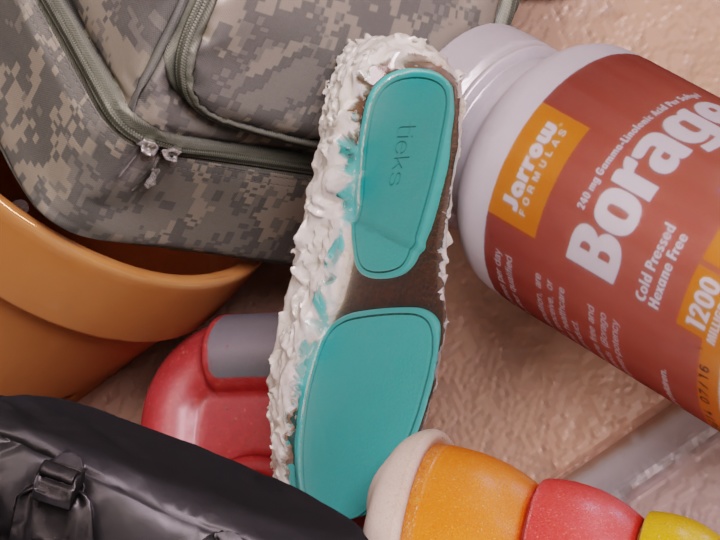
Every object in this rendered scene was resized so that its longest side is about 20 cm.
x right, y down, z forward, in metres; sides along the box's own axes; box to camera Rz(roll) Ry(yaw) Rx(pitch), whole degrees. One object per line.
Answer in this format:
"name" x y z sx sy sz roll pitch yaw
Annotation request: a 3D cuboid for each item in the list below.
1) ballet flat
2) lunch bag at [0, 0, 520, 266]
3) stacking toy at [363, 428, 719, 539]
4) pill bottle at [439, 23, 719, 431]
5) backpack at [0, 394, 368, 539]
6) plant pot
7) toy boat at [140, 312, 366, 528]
"ballet flat" 0.000 0.000 1.166 0.072 0.072 0.201 23 109 35
"lunch bag" -0.045 -0.104 1.215 0.168 0.200 0.140 -49 53 27
"stacking toy" 0.102 0.139 1.127 0.199 0.146 0.147 3 76 15
"pill bottle" 0.111 -0.020 1.160 0.200 0.112 0.112 32 93 35
"backpack" -0.095 0.159 1.111 0.163 0.154 0.201 21 100 8
"plant pot" -0.157 -0.022 1.293 0.140 0.200 0.200 -50 55 29
"toy boat" -0.056 0.107 1.213 0.130 0.131 0.201 -3 73 31
